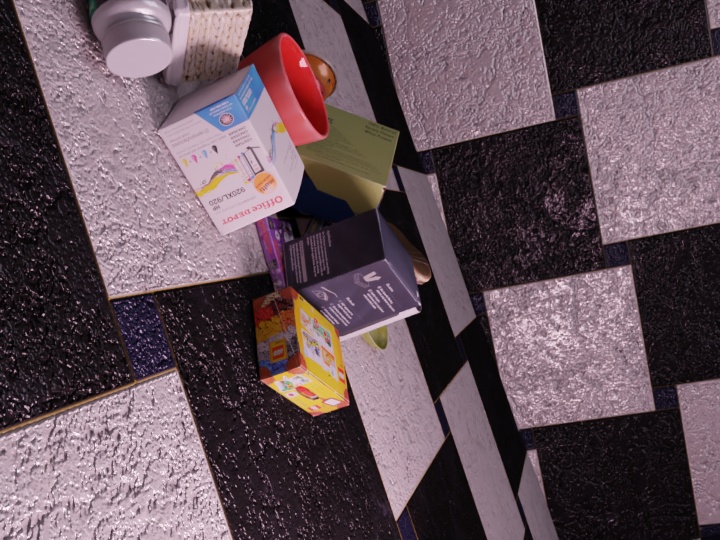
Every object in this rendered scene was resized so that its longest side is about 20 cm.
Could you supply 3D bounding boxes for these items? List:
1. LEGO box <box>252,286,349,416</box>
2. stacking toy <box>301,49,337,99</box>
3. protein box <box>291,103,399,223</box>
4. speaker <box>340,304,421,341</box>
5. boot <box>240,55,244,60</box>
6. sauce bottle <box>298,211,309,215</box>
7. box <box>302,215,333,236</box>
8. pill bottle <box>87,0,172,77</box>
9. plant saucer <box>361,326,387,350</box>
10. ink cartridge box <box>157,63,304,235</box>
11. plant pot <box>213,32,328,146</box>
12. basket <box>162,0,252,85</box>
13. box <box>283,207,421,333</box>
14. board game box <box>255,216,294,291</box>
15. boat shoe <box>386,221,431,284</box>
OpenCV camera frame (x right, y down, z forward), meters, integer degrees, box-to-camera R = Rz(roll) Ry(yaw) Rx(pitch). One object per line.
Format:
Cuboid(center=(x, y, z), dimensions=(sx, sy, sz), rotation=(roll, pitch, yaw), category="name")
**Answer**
Cuboid(center=(-0.100, 0.143, 1.380), dimensions=(0.200, 0.076, 0.151), rotation=(49, 27, -54), category="LEGO box")
Cuboid(center=(-0.140, -0.393, 1.856), dimensions=(0.147, 0.144, 0.203), rotation=(54, 40, -45), category="stacking toy")
Cuboid(center=(-0.040, -0.216, 1.675), dimensions=(0.202, 0.195, 0.136), rotation=(-76, -173, -47), category="protein box")
Cuboid(center=(0.024, 0.080, 1.653), dimensions=(0.083, 0.197, 0.081), rotation=(69, 16, 0), category="speaker")
Cuboid(center=(-0.207, -0.326, 1.621), dimensions=(0.174, 0.068, 0.203), rotation=(44, 26, -48), category="boot")
Cuboid(center=(-0.111, -0.191, 1.769), dimensions=(0.202, 0.065, 0.067), rotation=(-88, 153, -51), category="sauce bottle")
Cuboid(center=(-0.041, -0.090, 1.718), dimensions=(0.135, 0.038, 0.201), rotation=(31, 40, -10), category="box")
Cuboid(center=(-0.332, -0.388, 1.144), dimensions=(0.113, 0.111, 0.204), rotation=(27, 45, -68), category="pill bottle")
Cuboid(center=(0.013, 0.097, 1.915), dimensions=(0.200, 0.031, 0.203), rotation=(-20, 91, -74), category="plant saucer")
Cuboid(center=(-0.201, -0.194, 1.303), dimensions=(0.146, 0.145, 0.202), rotation=(-83, 149, -58), category="ink cartridge box")
Cuboid(center=(-0.175, -0.302, 1.465), dimensions=(0.200, 0.175, 0.204), rotation=(-20, 90, -75), category="plant pot")
Cuboid(center=(-0.250, -0.400, 1.252), dimensions=(0.200, 0.121, 0.138), rotation=(134, -56, -63), category="basket")
Cuboid(center=(-0.014, 0.009, 1.516), dimensions=(0.197, 0.197, 0.119), rotation=(49, 26, -54), category="box")
Cuboid(center=(-0.138, 0.002, 1.514), dimensions=(0.120, 0.032, 0.204), rotation=(5, 67, -69), category="board game box")
Cuboid(center=(0.080, -0.026, 1.725), dimensions=(0.071, 0.073, 0.201), rotation=(12, 30, -43), category="boat shoe")
